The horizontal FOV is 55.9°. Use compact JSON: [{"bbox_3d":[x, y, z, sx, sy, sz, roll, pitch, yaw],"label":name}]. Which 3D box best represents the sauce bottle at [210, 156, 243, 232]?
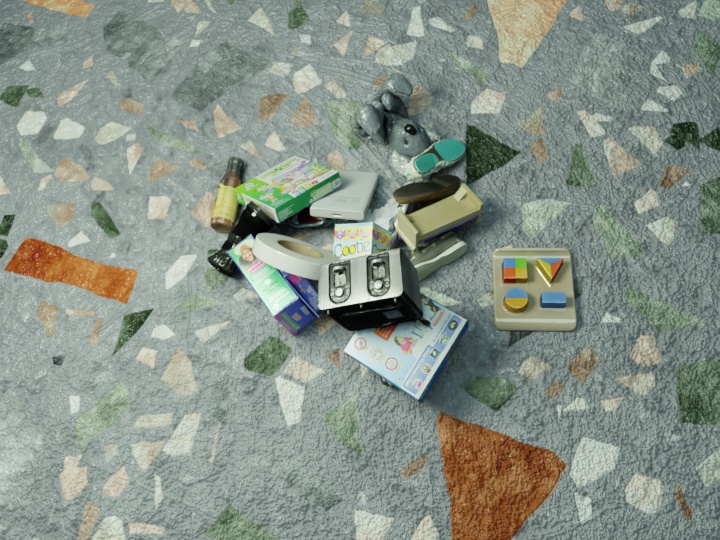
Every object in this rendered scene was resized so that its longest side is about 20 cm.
[{"bbox_3d":[-0.340,-0.198,1.758,0.065,0.066,0.201,4,65,8],"label":"sauce bottle"}]

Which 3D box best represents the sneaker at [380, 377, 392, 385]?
[{"bbox_3d":[0.115,0.168,1.516,0.115,0.076,0.202,12,83,24],"label":"sneaker"}]

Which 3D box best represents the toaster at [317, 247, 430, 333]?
[{"bbox_3d":[0.029,0.047,1.394,0.179,0.200,0.120,-10,66,18],"label":"toaster"}]

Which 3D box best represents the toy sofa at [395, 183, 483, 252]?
[{"bbox_3d":[0.187,-0.116,1.610,0.199,0.098,0.083,-24,54,-18],"label":"toy sofa"}]

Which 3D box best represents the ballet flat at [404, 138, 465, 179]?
[{"bbox_3d":[0.181,-0.278,1.716,0.199,0.072,0.072,-28,63,-36],"label":"ballet flat"}]

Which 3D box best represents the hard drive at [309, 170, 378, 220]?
[{"bbox_3d":[-0.036,-0.189,1.679,0.131,0.027,0.201,5,36,10],"label":"hard drive"}]

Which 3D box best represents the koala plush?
[{"bbox_3d":[0.098,-0.359,1.739,0.200,0.184,0.178,40,75,-1],"label":"koala plush"}]

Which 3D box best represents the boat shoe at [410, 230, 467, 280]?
[{"bbox_3d":[0.158,-0.030,1.622,0.201,0.072,0.060,-28,65,-12],"label":"boat shoe"}]

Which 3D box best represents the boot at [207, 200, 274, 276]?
[{"bbox_3d":[-0.290,-0.070,1.628,0.079,0.211,0.158,41,71,-2],"label":"boot"}]

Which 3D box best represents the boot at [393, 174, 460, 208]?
[{"bbox_3d":[0.161,-0.175,1.639,0.199,0.076,0.074,-16,35,-34],"label":"boot"}]

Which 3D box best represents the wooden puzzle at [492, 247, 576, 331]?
[{"bbox_3d":[0.402,0.038,1.575,0.184,0.046,0.202,0,67,7],"label":"wooden puzzle"}]

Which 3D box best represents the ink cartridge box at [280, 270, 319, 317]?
[{"bbox_3d":[-0.141,0.024,1.552,0.042,0.120,0.200,-38,25,-1],"label":"ink cartridge box"}]

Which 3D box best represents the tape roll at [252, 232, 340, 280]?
[{"bbox_3d":[-0.137,-0.031,1.487,0.202,0.203,0.037,22,103,15],"label":"tape roll"}]

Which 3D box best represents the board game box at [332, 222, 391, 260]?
[{"bbox_3d":[0.000,0.000,1.572,0.104,0.103,0.202,-1,78,28],"label":"board game box"}]

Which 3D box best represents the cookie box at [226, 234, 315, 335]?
[{"bbox_3d":[-0.205,0.037,1.582,0.075,0.171,0.200,-38,68,-5],"label":"cookie box"}]

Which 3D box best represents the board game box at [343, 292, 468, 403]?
[{"bbox_3d":[0.099,0.147,1.465,0.195,0.056,0.201,31,80,21],"label":"board game box"}]

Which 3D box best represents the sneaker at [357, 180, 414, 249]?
[{"bbox_3d":[0.060,-0.146,1.678,0.114,0.075,0.201,20,74,12],"label":"sneaker"}]

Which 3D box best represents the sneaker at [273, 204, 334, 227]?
[{"bbox_3d":[-0.164,-0.148,1.683,0.198,0.096,0.080,4,104,9],"label":"sneaker"}]

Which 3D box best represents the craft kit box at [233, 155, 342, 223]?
[{"bbox_3d":[-0.181,-0.206,1.679,0.199,0.049,0.197,-34,35,-26],"label":"craft kit box"}]
